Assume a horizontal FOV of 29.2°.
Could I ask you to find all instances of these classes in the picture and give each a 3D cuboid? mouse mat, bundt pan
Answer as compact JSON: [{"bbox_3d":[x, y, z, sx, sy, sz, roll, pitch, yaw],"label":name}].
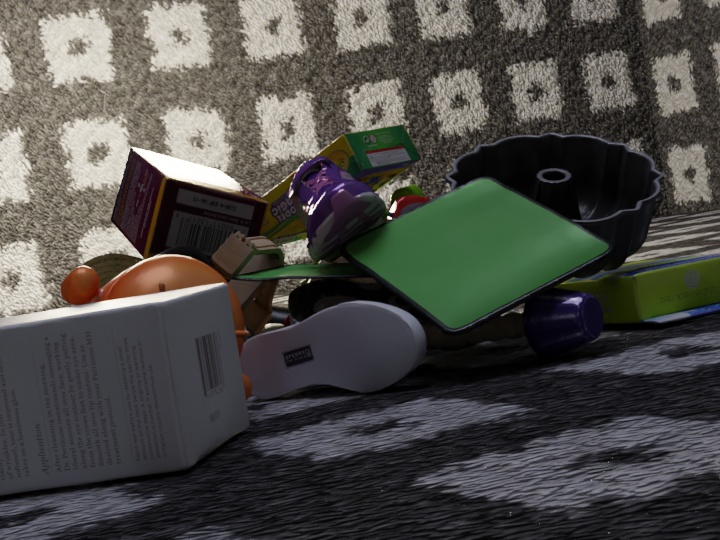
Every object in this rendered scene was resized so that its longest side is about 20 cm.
[{"bbox_3d":[0.091,-0.017,1.127,0.159,0.008,0.200,-26,30,-18],"label":"mouse mat"},{"bbox_3d":[0.178,-0.055,1.280,0.199,0.077,0.203,-2,29,1],"label":"bundt pan"},{"bbox_3d":[0.000,0.000,1.241,0.197,0.008,0.161,-2,4,19],"label":"mouse mat"}]

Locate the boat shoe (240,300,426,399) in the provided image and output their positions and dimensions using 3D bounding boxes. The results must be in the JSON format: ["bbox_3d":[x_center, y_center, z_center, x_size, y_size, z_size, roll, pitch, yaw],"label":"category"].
[{"bbox_3d":[-0.013,0.065,1.123,0.199,0.073,0.067,-18,-3,43],"label":"boat shoe"}]

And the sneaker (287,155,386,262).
[{"bbox_3d":[-0.030,-0.062,1.253,0.080,0.089,0.200,-32,-2,-2],"label":"sneaker"}]

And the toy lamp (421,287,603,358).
[{"bbox_3d":[0.104,0.049,1.117,0.198,0.059,0.058,-12,0,41],"label":"toy lamp"}]

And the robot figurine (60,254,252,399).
[{"bbox_3d":[-0.166,0.055,1.083,0.116,0.146,0.199,-19,-5,-37],"label":"robot figurine"}]

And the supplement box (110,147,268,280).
[{"bbox_3d":[-0.180,-0.060,1.421,0.109,0.087,0.200,13,8,-23],"label":"supplement box"}]

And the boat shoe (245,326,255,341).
[{"bbox_3d":[-0.120,0.077,1.305,0.070,0.065,0.200,-10,2,11],"label":"boat shoe"}]

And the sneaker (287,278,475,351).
[{"bbox_3d":[0.016,0.053,1.261,0.197,0.078,0.089,3,-33,-23],"label":"sneaker"}]

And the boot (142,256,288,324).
[{"bbox_3d":[-0.146,0.020,1.613,0.195,0.165,0.073,-10,3,2],"label":"boot"}]

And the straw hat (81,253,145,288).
[{"bbox_3d":[-0.222,0.076,1.397,0.199,0.201,0.086,-8,45,45],"label":"straw hat"}]

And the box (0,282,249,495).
[{"bbox_3d":[-0.193,0.080,0.929,0.197,0.108,0.152,-9,3,12],"label":"box"}]

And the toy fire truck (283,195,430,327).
[{"bbox_3d":[0.009,0.009,1.366,0.139,0.203,0.049,17,-23,-9],"label":"toy fire truck"}]

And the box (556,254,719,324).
[{"bbox_3d":[0.260,0.019,1.267,0.120,0.048,0.200,-11,1,-22],"label":"box"}]

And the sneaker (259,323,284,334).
[{"bbox_3d":[-0.169,0.038,1.509,0.197,0.142,0.078,-10,1,24],"label":"sneaker"}]

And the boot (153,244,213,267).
[{"bbox_3d":[-0.228,0.063,1.265,0.201,0.073,0.150,-55,19,-25],"label":"boot"}]

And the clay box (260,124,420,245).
[{"bbox_3d":[-0.043,-0.080,1.459,0.199,0.048,0.114,-36,-11,36],"label":"clay box"}]

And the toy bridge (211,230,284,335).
[{"bbox_3d":[-0.101,0.006,1.320,0.067,0.027,0.200,-50,-14,-14],"label":"toy bridge"}]

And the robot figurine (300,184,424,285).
[{"bbox_3d":[0.037,-0.001,1.473,0.197,0.178,0.116,13,13,-20],"label":"robot figurine"}]
